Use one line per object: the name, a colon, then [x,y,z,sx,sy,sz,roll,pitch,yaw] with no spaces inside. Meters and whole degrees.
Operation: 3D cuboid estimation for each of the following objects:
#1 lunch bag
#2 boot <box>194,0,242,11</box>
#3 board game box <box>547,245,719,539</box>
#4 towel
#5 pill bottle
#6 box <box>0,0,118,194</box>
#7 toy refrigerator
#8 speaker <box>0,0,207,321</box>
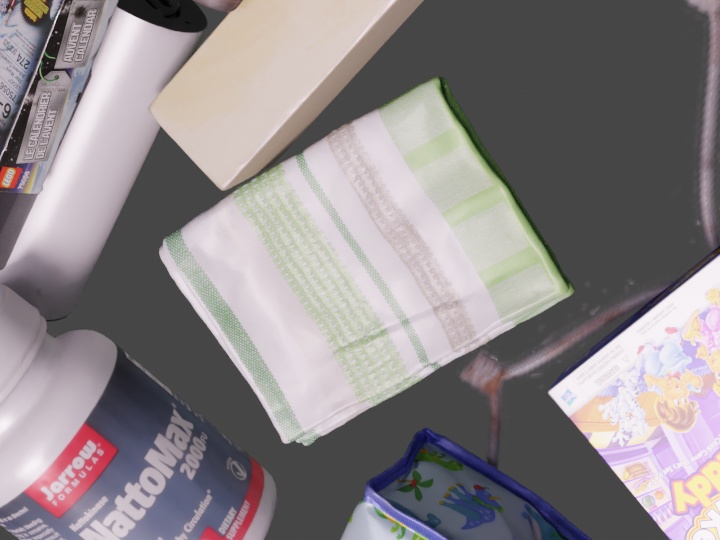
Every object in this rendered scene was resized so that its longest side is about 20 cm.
lunch bag: [0.067,0.219,1.066,0.199,0.127,0.171,31,115,10]
boot: [-0.106,-0.229,0.979,0.199,0.070,0.147,24,113,3]
board game box: [0.218,0.052,1.011,0.200,0.045,0.135,-42,88,24]
towel: [0.000,0.000,1.074,0.199,0.031,0.150,-30,103,24]
pill bottle: [-0.156,0.105,1.088,0.200,0.120,0.119,41,116,-20]
box: [-0.219,-0.153,1.074,0.200,0.040,0.138,43,118,35]
toy refrigerator: [-0.022,-0.141,1.031,0.070,0.076,0.200,47,115,3]
speaker: [-0.161,-0.074,1.099,0.081,0.081,0.201,33,113,9]
